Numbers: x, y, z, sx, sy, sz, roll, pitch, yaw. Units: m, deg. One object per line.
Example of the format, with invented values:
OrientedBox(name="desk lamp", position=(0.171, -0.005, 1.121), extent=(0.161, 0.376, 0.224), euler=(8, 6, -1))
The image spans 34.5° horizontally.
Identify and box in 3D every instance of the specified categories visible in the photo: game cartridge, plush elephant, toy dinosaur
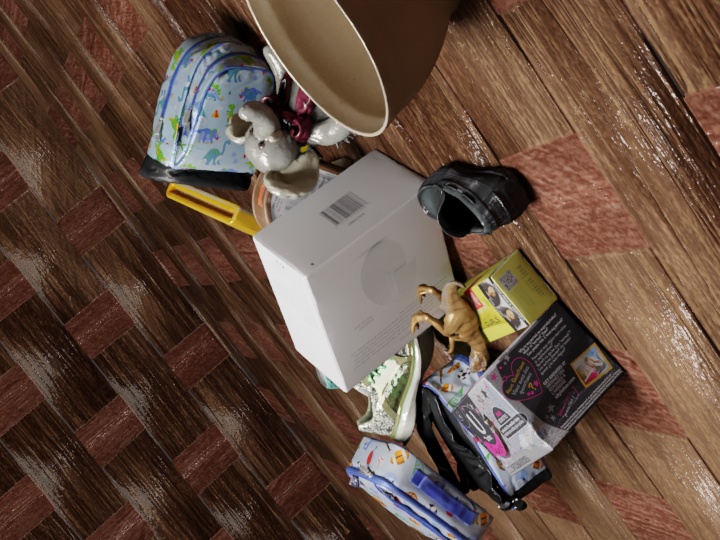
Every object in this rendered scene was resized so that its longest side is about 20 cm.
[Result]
OrientedBox(name="game cartridge", position=(-0.161, -0.066, 1.680), extent=(0.175, 0.033, 0.199), euler=(23, 176, 46))
OrientedBox(name="plush elephant", position=(-0.084, -0.183, 1.361), extent=(0.164, 0.154, 0.201), euler=(40, 161, 31))
OrientedBox(name="toy dinosaur", position=(0.110, 0.045, 1.373), extent=(0.105, 0.061, 0.201), euler=(11, 150, 28))

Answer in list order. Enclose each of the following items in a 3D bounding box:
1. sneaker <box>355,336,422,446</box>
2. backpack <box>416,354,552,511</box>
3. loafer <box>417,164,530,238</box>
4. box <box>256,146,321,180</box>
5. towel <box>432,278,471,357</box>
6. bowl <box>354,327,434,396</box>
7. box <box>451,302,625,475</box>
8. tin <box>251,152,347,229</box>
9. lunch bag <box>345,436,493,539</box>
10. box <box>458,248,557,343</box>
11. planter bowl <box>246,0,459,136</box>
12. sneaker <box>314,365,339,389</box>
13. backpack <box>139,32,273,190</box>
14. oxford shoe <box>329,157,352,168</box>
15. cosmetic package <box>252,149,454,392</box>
OrientedBox(name="sneaker", position=(0.033, 0.139, 1.546), extent=(0.077, 0.087, 0.204), euler=(-115, 28, -72))
OrientedBox(name="backpack", position=(0.165, 0.204, 1.549), extent=(0.191, 0.154, 0.200), euler=(50, 165, -10))
OrientedBox(name="loafer", position=(0.106, -0.071, 1.244), extent=(0.069, 0.070, 0.200), euler=(55, 164, -16))
OrientedBox(name="box", position=(-0.110, -0.133, 1.704), extent=(0.064, 0.070, 0.200), euler=(46, 164, 5))
OrientedBox(name="towel", position=(0.128, 0.061, 1.587), extent=(0.086, 0.018, 0.201), euler=(37, 159, 29))
OrientedBox(name="bowl", position=(0.037, 0.077, 1.644), extent=(0.202, 0.201, 0.090), euler=(49, 126, 3))
OrientedBox(name="box", position=(0.199, 0.143, 1.355), extent=(0.115, 0.132, 0.200), euler=(45, 163, 9))
OrientedBox(name="tin", position=(-0.047, -0.078, 1.475), extent=(0.198, 0.114, 0.042), euler=(15, -167, -38))
OrientedBox(name="lunch bag", position=(0.077, 0.303, 1.572), extent=(0.199, 0.076, 0.160), euler=(38, 166, -20))
OrientedBox(name="box", position=(0.161, 0.037, 1.373), extent=(0.076, 0.050, 0.200), euler=(49, 165, 0))
OrientedBox(name="planter bowl", position=(0.004, -0.242, 1.026), extent=(0.200, 0.134, 0.201), euler=(45, 164, 16))
OrientedBox(name="sneaker", position=(-0.054, 0.065, 1.575), extent=(0.091, 0.077, 0.204), euler=(-26, 64, 47))
OrientedBox(name="backpack", position=(-0.195, -0.212, 1.547), extent=(0.153, 0.161, 0.204), euler=(15, 98, 52))
OrientedBox(name="oxford shoe", position=(-0.059, -0.098, 1.605), extent=(0.070, 0.075, 0.199), euler=(36, 156, -17))
OrientedBox(name="cosmetic package", position=(0.000, 0.000, 1.431), extent=(0.122, 0.198, 0.202), euler=(34, 152, 44))
